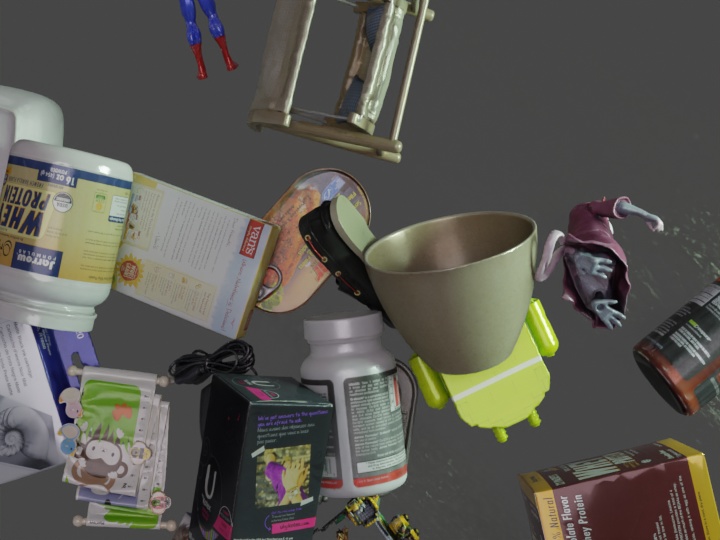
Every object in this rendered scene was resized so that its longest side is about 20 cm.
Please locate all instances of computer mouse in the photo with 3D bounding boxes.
[{"bbox_3d":[-0.163,0.193,1.262,0.137,0.053,0.203,-16,95,35],"label":"computer mouse"}]

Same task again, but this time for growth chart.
[{"bbox_3d":[-0.295,0.215,1.270,0.142,0.018,0.203,-2,82,-5],"label":"growth chart"}]

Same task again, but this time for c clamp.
[{"bbox_3d":[-0.017,0.197,1.293,0.168,0.027,0.203,15,89,2],"label":"c clamp"}]

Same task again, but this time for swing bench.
[{"bbox_3d":[-0.025,-0.252,1.255,0.197,0.130,0.202,13,89,2],"label":"swing bench"}]

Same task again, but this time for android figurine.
[{"bbox_3d":[0.155,0.108,1.285,0.180,0.041,0.202,-26,85,-1],"label":"android figurine"}]

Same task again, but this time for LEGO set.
[{"bbox_3d":[-0.023,0.362,1.236,0.198,0.116,0.155,-29,91,6],"label":"LEGO set"}]

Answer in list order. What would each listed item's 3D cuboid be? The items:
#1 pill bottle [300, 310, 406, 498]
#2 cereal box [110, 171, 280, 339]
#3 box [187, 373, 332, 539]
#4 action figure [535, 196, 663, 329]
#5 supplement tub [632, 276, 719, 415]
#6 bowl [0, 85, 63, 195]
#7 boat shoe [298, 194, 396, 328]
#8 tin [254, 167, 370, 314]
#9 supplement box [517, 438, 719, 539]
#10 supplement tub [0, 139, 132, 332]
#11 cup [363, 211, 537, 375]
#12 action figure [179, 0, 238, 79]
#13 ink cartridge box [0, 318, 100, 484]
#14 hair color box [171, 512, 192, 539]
[{"bbox_3d":[-0.010,0.153,1.225,0.114,0.116,0.203,-5,92,1],"label":"pill bottle"},{"bbox_3d":[-0.210,-0.019,1.273,0.198,0.039,0.146,21,96,12],"label":"cereal box"},{"bbox_3d":[-0.114,0.228,1.166,0.105,0.122,0.203,6,96,-29],"label":"box"},{"bbox_3d":[0.264,-0.023,1.227,0.147,0.201,0.135,15,126,-4],"label":"action figure"},{"bbox_3d":[0.431,0.074,1.249,0.199,0.107,0.107,-38,88,0],"label":"supplement tub"},{"bbox_3d":[-0.477,-0.135,1.288,0.197,0.075,0.203,8,88,3],"label":"bowl"},{"bbox_3d":[0.000,-0.002,1.255,0.062,0.074,0.202,-22,124,25],"label":"boat shoe"},{"bbox_3d":[-0.070,-0.035,1.296,0.112,0.042,0.200,43,90,6],"label":"tin"},{"bbox_3d":[0.310,0.323,1.231,0.197,0.133,0.200,-13,88,0],"label":"supplement box"},{"bbox_3d":[-0.352,-0.040,1.222,0.142,0.144,0.203,12,91,1],"label":"supplement tub"},{"bbox_3d":[0.113,0.033,1.195,0.197,0.201,0.145,-12,107,1],"label":"cup"},{"bbox_3d":[-0.207,-0.347,1.299,0.064,0.099,0.203,-16,110,-2],"label":"action figure"},{"bbox_3d":[-0.418,0.151,1.295,0.197,0.041,0.202,-19,88,0],"label":"ink cartridge box"},{"bbox_3d":[-0.149,0.380,1.226,0.199,0.060,0.101,28,89,36],"label":"hair color box"}]
